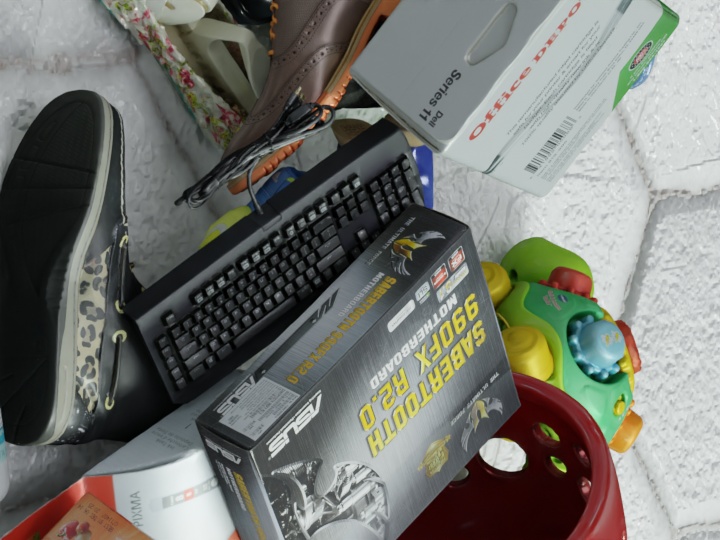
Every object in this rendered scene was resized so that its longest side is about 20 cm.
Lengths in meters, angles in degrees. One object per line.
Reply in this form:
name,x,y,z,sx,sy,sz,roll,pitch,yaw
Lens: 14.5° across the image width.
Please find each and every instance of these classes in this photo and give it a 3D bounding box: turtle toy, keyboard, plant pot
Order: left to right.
keyboard,-0.051,-0.022,1.621,0.200,0.021,0.127,-38,123,-20
plant pot,0.074,0.193,1.768,0.201,0.200,0.183,-53,142,-34
turtle toy,0.127,0.052,1.879,0.101,0.200,0.146,-20,128,-4

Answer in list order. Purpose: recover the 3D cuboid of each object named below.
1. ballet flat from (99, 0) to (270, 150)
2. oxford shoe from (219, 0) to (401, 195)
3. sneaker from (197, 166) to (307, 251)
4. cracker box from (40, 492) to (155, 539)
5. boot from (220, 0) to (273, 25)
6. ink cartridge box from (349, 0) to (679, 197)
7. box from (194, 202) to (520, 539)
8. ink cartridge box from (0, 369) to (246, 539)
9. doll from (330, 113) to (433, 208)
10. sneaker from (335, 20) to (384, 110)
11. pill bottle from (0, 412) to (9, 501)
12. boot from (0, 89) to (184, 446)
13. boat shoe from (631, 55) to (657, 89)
ballet flat,-0.096,-0.148,1.691,0.200,0.064,0.076,51,54,-34
oxford shoe,-0.032,-0.136,1.674,0.073,0.071,0.200,36,82,-7
sneaker,0.000,0.000,1.710,0.200,0.076,0.105,27,104,-41
cracker box,-0.090,0.224,1.574,0.058,0.134,0.200,-46,136,-15
boot,0.025,-0.218,1.746,0.200,0.168,0.077,-40,120,-40
ink cartridge box,0.095,-0.134,1.692,0.147,0.083,0.200,-52,160,8
box,0.003,0.083,1.658,0.200,0.048,0.159,-44,138,-26
ink cartridge box,-0.116,0.171,1.634,0.200,0.050,0.163,-37,137,-40
doll,0.006,0.003,1.798,0.136,0.048,0.201,-10,113,-26
sneaker,0.031,-0.134,1.816,0.200,0.084,0.077,3,86,-49
pill bottle,-0.250,0.031,1.483,0.111,0.111,0.201,-15,101,-47
boot,-0.139,0.009,1.642,0.154,0.073,0.204,16,79,-51
boat shoe,0.143,-0.214,1.961,0.072,0.072,0.200,-27,100,-40
